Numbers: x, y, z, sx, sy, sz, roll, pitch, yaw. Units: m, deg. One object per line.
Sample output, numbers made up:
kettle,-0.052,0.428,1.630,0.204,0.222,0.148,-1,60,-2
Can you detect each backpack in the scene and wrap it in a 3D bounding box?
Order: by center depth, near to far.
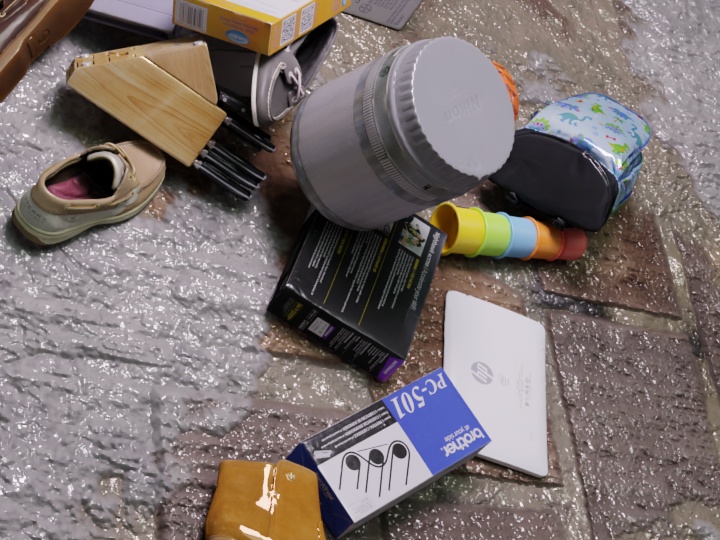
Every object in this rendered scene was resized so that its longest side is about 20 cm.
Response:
backpack,0.263,-0.132,1.927,0.163,0.155,0.200,29,12,22

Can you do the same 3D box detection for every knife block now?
knife block,-0.192,-0.148,1.679,0.198,0.177,0.064,-11,19,-7

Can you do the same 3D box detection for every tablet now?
tablet,0.146,0.120,1.752,0.129,0.014,0.201,20,48,-20

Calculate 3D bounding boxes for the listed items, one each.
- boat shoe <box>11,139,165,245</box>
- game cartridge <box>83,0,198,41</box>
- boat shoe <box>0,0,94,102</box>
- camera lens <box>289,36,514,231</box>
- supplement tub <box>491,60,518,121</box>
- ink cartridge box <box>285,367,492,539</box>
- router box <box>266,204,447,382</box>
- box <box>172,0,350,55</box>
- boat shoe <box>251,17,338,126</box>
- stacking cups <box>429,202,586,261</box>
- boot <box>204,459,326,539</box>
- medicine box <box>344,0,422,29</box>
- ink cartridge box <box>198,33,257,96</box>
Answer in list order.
boat shoe,-0.254,-0.088,1.599,0.074,0.066,0.200,45,40,6
game cartridge,-0.250,-0.320,1.731,0.199,0.038,0.130,17,65,6
boat shoe,-0.343,-0.253,1.641,0.070,0.071,0.200,33,60,12
camera lens,0.037,-0.137,1.649,0.159,0.199,0.161,15,67,-38
supplement tub,0.080,-0.183,1.857,0.199,0.123,0.123,-14,66,-39
ink cartridge box,0.030,0.177,1.604,0.199,0.044,0.094,-25,74,-39
router box,0.000,0.000,1.715,0.149,0.051,0.201,32,45,-10
box,-0.094,-0.287,1.698,0.118,0.042,0.200,21,32,20
boat shoe,-0.068,-0.216,1.682,0.057,0.067,0.201,1,36,12
stacking cups,0.171,-0.039,1.864,0.199,0.061,0.061,5,55,-36
boot,-0.045,0.252,1.485,0.200,0.071,0.145,20,52,-14
medicine box,-0.018,-0.418,1.981,0.199,0.103,0.183,15,51,-25
ink cartridge box,-0.151,-0.298,1.814,0.146,0.086,0.201,-1,60,-34
